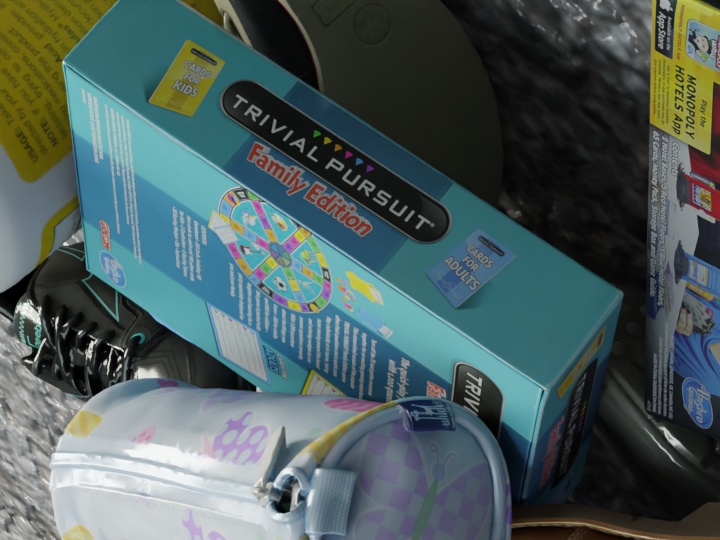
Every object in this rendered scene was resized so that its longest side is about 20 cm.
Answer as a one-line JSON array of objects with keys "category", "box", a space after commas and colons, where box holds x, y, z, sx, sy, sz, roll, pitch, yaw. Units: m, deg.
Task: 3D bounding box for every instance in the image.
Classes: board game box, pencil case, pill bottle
[{"category": "board game box", "box": [0.186, 0.008, 0.921, 0.200, 0.062, 0.200, 29, 146, 27]}, {"category": "board game box", "box": [-0.009, 0.003, 1.039, 0.200, 0.047, 0.151, 34, 157, 14]}, {"category": "pencil case", "box": [-0.032, 0.082, 1.039, 0.200, 0.091, 0.083, 1, 93, 59]}, {"category": "pill bottle", "box": [-0.137, -0.060, 1.115, 0.111, 0.200, 0.111, 32, 147, 24]}]

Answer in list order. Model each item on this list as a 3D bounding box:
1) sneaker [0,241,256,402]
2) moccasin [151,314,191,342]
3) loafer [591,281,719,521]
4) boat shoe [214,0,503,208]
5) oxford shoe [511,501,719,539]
[{"category": "sneaker", "box": [-0.100, 0.040, 1.234, 0.200, 0.079, 0.076, -136, 55, -62]}, {"category": "moccasin", "box": [0.000, 0.000, 1.154, 0.200, 0.080, 0.068, 12, 133, 24]}, {"category": "loafer", "box": [0.140, 0.087, 1.065, 0.200, 0.070, 0.070, 45, 138, 3]}, {"category": "boat shoe", "box": [-0.013, -0.086, 1.055, 0.063, 0.071, 0.200, 22, 148, 55]}, {"category": "oxford shoe", "box": [0.082, 0.123, 1.018, 0.200, 0.071, 0.071, -6, 150, 34]}]
